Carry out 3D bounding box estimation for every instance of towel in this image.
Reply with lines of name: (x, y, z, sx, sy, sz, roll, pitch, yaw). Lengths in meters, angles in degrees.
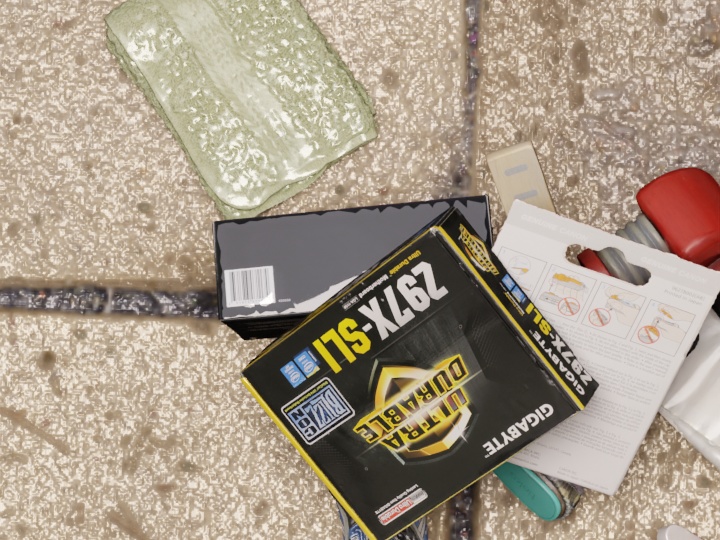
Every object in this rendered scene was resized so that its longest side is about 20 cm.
towel: (-0.091, -0.149, 1.803, 0.148, 0.036, 0.201, -34, 82, -2)

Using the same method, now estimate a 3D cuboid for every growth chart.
growth chart: (0.275, 0.074, 1.733, 0.145, 0.018, 0.200, -39, 64, -1)

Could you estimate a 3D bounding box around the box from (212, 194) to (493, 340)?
box: (0.000, 0.000, 1.726, 0.198, 0.141, 0.079, -5, 80, 3)

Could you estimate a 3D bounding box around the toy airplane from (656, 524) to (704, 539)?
toy airplane: (0.243, 0.279, 1.674, 0.199, 0.141, 0.201, -18, 99, -21)

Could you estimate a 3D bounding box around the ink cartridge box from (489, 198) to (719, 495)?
ink cartridge box: (0.141, 0.048, 1.644, 0.160, 0.050, 0.201, 19, 118, -7)

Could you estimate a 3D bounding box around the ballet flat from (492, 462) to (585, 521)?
ballet flat: (0.090, 0.101, 1.754, 0.200, 0.072, 0.072, 40, 87, 7)

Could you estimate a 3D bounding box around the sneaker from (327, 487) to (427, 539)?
sneaker: (0.009, 0.161, 1.731, 0.075, 0.077, 0.202, -4, 89, 1)

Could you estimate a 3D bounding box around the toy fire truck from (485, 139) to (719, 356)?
toy fire truck: (0.180, -0.020, 1.680, 0.176, 0.200, 0.129, -34, 61, 3)

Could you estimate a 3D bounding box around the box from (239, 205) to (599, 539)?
box: (0.038, 0.075, 1.618, 0.200, 0.049, 0.160, -36, 94, 31)
